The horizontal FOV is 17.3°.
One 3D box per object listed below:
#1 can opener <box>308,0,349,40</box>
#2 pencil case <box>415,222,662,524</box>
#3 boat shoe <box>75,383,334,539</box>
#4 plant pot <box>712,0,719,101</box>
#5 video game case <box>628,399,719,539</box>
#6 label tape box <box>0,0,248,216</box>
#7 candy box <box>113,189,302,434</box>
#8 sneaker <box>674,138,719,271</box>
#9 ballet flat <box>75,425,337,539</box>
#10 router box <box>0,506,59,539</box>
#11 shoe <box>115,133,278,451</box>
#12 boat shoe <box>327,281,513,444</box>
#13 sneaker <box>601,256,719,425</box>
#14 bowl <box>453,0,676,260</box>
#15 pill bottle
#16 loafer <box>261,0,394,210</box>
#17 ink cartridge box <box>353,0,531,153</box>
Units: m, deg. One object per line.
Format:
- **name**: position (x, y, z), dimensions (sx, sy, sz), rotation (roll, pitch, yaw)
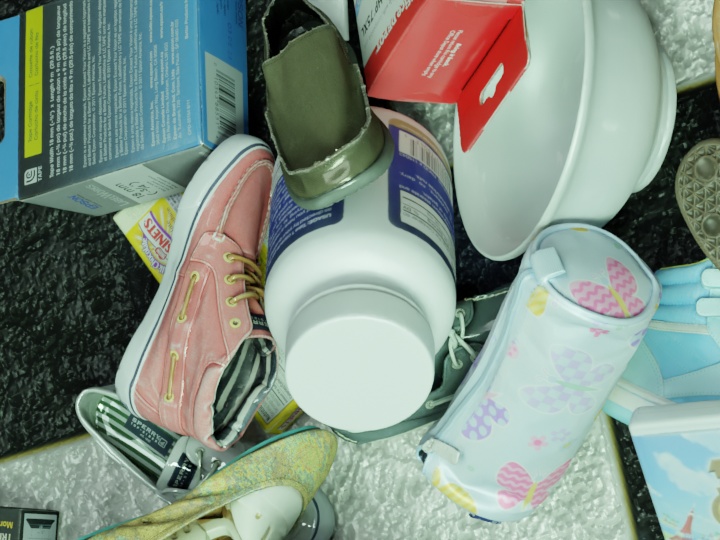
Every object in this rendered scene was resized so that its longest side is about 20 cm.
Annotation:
- **can opener**: position (-0.027, -0.133, 1.591), dimensions (0.052, 0.066, 0.202), rotation (-2, 90, 23)
- **pencil case**: position (0.105, 0.063, 1.433), dimensions (0.083, 0.090, 0.201), rotation (-88, 19, -47)
- **boat shoe**: position (-0.112, 0.137, 1.587), dimensions (0.199, 0.067, 0.074), rotation (24, 94, 27)
- **plant pot**: position (0.292, -0.136, 1.383), dimensions (0.199, 0.140, 0.202), rotation (-4, 81, 25)
- **video game case**: position (0.271, 0.148, 1.359), dimensions (0.199, 0.022, 0.183), rotation (-7, 120, 26)
- **label tape box**: position (-0.174, -0.120, 1.642), dimensions (0.199, 0.063, 0.145), rotation (-14, 67, 30)
- **candy box**: position (-0.079, 0.003, 1.611), dimensions (0.102, 0.026, 0.200), rotation (-44, 66, 16)
- **sneaker**: position (0.270, -0.002, 1.396), dimensions (0.200, 0.075, 0.071), rotation (42, 104, 14)
- **ballet flat**: position (-0.095, 0.170, 1.507), dimensions (0.199, 0.071, 0.071), rotation (-25, 71, -7)
- **router box**: position (-0.314, 0.243, 1.682), dimensions (0.199, 0.052, 0.159), rotation (0, 83, 27)
- **shoe**: position (-0.083, 0.016, 1.547), dimensions (0.091, 0.071, 0.201), rotation (23, 89, 37)
- **boat shoe**: position (0.058, 0.058, 1.516), dimensions (0.199, 0.062, 0.073), rotation (-25, 73, 22)
- **sneaker**: position (0.246, 0.055, 1.415), dimensions (0.199, 0.079, 0.132), rotation (20, 93, 26)
- **bowl**: position (0.134, -0.101, 1.462), dimensions (0.201, 0.090, 0.203), rotation (-174, 90, -70)
- **pill bottle**: position (0.000, 0.000, 1.469), dimensions (0.119, 0.120, 0.201), rotation (-27, 32, 21)
- **loafer**: position (-0.033, -0.108, 1.460), dimensions (0.075, 0.070, 0.200), rotation (-30, 33, 6)
- **ink cartridge box**: position (0.045, -0.188, 1.499), dimensions (0.116, 0.067, 0.201), rotation (124, 143, -54)
